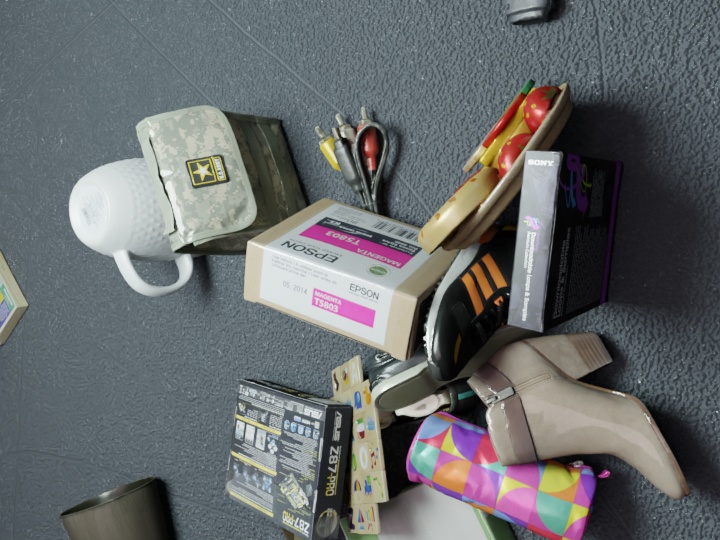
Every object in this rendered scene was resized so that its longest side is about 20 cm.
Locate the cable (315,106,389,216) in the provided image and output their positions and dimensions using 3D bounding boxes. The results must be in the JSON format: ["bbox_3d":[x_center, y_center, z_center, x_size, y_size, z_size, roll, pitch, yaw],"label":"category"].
[{"bbox_3d":[0.013,-0.101,0.844,0.097,0.050,0.201,-17,97,27],"label":"cable"}]

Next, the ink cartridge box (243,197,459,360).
[{"bbox_3d":[0.000,0.000,0.754,0.199,0.165,0.075,19,119,20],"label":"ink cartridge box"}]

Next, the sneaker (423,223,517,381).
[{"bbox_3d":[0.132,0.027,0.687,0.090,0.200,0.070,7,139,30],"label":"sneaker"}]

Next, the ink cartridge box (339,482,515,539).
[{"bbox_3d":[0.084,0.330,0.825,0.200,0.048,0.146,-34,76,33],"label":"ink cartridge box"}]

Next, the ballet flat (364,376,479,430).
[{"bbox_3d":[0.045,0.155,0.820,0.199,0.068,0.068,-21,84,34],"label":"ballet flat"}]

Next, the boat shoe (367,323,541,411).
[{"bbox_3d":[0.097,0.084,0.751,0.199,0.075,0.066,-28,49,4],"label":"boat shoe"}]

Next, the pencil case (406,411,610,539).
[{"bbox_3d":[0.149,0.215,0.723,0.199,0.088,0.089,16,104,18],"label":"pencil case"}]

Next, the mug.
[{"bbox_3d":[-0.299,-0.061,0.967,0.147,0.175,0.201,-21,83,34],"label":"mug"}]

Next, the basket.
[{"bbox_3d":[-0.373,0.456,1.102,0.180,0.136,0.201,-22,86,28],"label":"basket"}]

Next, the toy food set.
[{"bbox_3d":[0.130,-0.100,0.668,0.049,0.198,0.200,36,107,0],"label":"toy food set"}]

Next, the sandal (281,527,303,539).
[{"bbox_3d":[-0.074,0.268,0.927,0.082,0.054,0.201,-27,65,40],"label":"sandal"}]

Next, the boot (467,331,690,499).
[{"bbox_3d":[0.202,0.155,0.677,0.146,0.070,0.201,-25,59,-1],"label":"boot"}]

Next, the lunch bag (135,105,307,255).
[{"bbox_3d":[-0.173,-0.109,0.863,0.117,0.200,0.165,-24,81,34],"label":"lunch bag"}]

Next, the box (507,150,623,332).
[{"bbox_3d":[0.190,-0.031,0.621,0.036,0.200,0.144,9,100,32],"label":"box"}]

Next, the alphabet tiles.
[{"bbox_3d":[-0.007,0.211,0.829,0.166,0.006,0.201,136,130,-62],"label":"alphabet tiles"}]

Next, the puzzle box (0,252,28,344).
[{"bbox_3d":[-0.734,0.032,1.366,0.133,0.025,0.200,-44,71,29],"label":"puzzle box"}]

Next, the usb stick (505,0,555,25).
[{"bbox_3d":[0.174,-0.356,0.700,0.055,0.033,0.201,4,98,36],"label":"usb stick"}]

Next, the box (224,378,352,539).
[{"bbox_3d":[-0.097,0.234,0.881,0.199,0.049,0.162,2,83,49],"label":"box"}]
